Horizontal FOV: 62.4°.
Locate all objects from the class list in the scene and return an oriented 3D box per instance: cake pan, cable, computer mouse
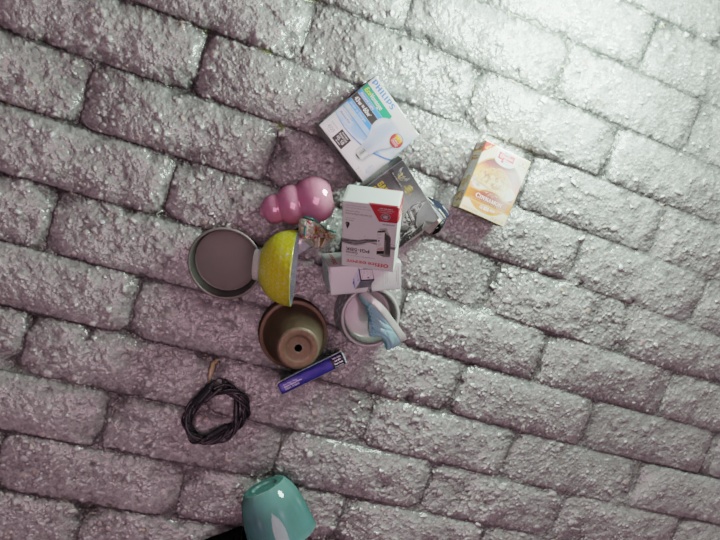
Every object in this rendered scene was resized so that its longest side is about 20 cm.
[{"bbox_3d":[-0.362,-0.022,1.600,0.197,0.037,0.203,-1,108,-2],"label":"cake pan"},{"bbox_3d":[-0.410,0.411,1.685,0.163,0.051,0.201,41,87,-20],"label":"cable"},{"bbox_3d":[-0.208,-0.069,1.641,0.198,0.044,0.111,-24,103,-7],"label":"computer mouse"}]

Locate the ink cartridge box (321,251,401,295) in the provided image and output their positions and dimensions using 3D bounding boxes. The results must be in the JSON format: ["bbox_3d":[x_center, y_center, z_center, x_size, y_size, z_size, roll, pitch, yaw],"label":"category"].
[{"bbox_3d":[0.000,0.000,1.643,0.197,0.147,0.087,-6,108,-10],"label":"ink cartridge box"}]

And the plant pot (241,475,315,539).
[{"bbox_3d":[-0.248,0.687,1.693,0.199,0.201,0.163,-22,90,-7],"label":"plant pot"}]

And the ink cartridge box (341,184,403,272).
[{"bbox_3d":[0.028,-0.105,1.517,0.145,0.083,0.202,7,128,7],"label":"ink cartridge box"}]

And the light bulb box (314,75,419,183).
[{"bbox_3d":[0.015,-0.374,1.593,0.200,0.125,0.199,-41,105,-1],"label":"light bulb box"}]

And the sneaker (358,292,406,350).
[{"bbox_3d":[0.045,0.142,1.657,0.082,0.074,0.201,-40,104,-6],"label":"sneaker"}]

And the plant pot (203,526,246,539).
[{"bbox_3d":[-0.378,0.861,1.698,0.197,0.200,0.180,-18,92,-8],"label":"plant pot"}]

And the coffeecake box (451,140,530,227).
[{"bbox_3d":[0.376,-0.250,1.719,0.152,0.073,0.202,21,94,-14],"label":"coffeecake box"}]

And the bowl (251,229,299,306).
[{"bbox_3d":[-0.222,-0.011,1.538,0.106,0.200,0.203,6,99,-2],"label":"bowl"}]

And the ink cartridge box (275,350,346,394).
[{"bbox_3d":[-0.133,0.280,1.638,0.198,0.200,0.041,-26,85,-6],"label":"ink cartridge box"}]

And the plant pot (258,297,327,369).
[{"bbox_3d":[-0.178,0.190,1.626,0.198,0.175,0.203,-2,101,-12],"label":"plant pot"}]

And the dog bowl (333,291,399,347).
[{"bbox_3d":[0.024,0.129,1.718,0.197,0.059,0.203,-2,101,-11],"label":"dog bowl"}]

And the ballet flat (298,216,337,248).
[{"bbox_3d":[-0.120,-0.093,1.586,0.075,0.200,0.065,11,86,20],"label":"ballet flat"}]

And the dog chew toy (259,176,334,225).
[{"bbox_3d":[-0.171,-0.179,1.595,0.197,0.125,0.126,-12,102,-1],"label":"dog chew toy"}]

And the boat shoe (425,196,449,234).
[{"bbox_3d":[0.166,-0.191,1.694,0.200,0.093,0.075,47,128,6],"label":"boat shoe"}]

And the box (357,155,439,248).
[{"bbox_3d":[0.093,-0.173,1.574,0.158,0.048,0.201,-34,116,4],"label":"box"}]
